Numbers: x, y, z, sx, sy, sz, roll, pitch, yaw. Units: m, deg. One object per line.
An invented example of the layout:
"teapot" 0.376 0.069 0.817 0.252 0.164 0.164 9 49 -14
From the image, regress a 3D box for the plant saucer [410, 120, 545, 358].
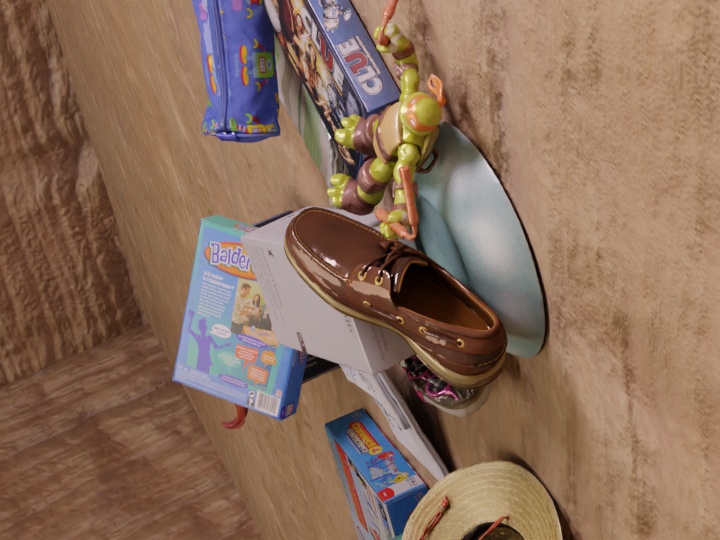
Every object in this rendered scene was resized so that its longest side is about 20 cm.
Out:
"plant saucer" 0.078 -0.017 1.146 0.202 0.038 0.202 60 166 26

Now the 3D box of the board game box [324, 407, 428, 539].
"board game box" 0.038 0.300 1.777 0.196 0.055 0.201 45 155 58

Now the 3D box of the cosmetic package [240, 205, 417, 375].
"cosmetic package" -0.018 0.012 1.256 0.200 0.081 0.114 10 122 65

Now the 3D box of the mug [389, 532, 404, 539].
"mug" 0.100 0.341 1.482 0.186 0.114 0.153 56 162 36

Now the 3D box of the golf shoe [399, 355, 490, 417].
"golf shoe" 0.076 0.083 1.270 0.092 0.072 0.200 57 179 -23

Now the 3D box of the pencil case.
"pencil case" -0.121 -0.221 1.394 0.077 0.087 0.202 2 104 27

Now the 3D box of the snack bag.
"snack bag" 0.022 0.137 1.559 0.201 0.021 0.188 58 171 -22

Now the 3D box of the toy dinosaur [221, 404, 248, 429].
"toy dinosaur" -0.166 0.157 2.160 0.105 0.201 0.181 37 -177 34

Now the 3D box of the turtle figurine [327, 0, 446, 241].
"turtle figurine" 0.027 -0.110 1.102 0.161 0.064 0.202 150 118 -67

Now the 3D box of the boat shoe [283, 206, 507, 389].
"boat shoe" 0.028 0.007 1.097 0.199 0.072 0.068 35 152 17

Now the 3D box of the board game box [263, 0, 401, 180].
"board game box" -0.028 -0.193 1.280 0.201 0.034 0.136 63 166 19

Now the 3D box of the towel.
"towel" -0.059 -0.169 1.450 0.201 0.030 0.150 60 164 27

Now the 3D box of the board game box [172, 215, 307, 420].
"board game box" -0.129 0.053 1.689 0.151 0.045 0.202 18 106 21

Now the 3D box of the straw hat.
"straw hat" 0.129 0.270 1.302 0.085 0.202 0.201 24 -163 -38

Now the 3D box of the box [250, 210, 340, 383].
"box" -0.113 0.049 1.828 0.197 0.117 0.202 149 99 -76
